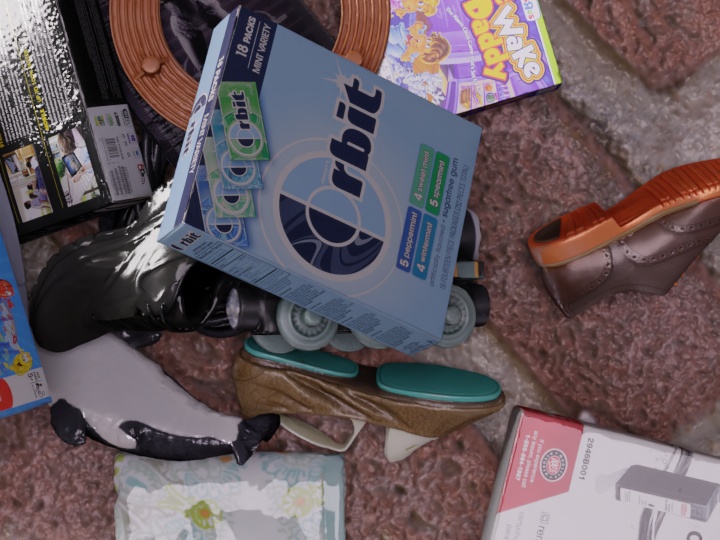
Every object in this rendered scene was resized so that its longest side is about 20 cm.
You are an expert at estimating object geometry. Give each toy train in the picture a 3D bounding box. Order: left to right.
[{"bbox_3d":[0.000,0.000,1.355,0.199,0.085,0.115,0,87,-21],"label":"toy train"}]

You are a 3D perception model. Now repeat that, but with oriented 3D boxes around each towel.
[{"bbox_3d":[-0.094,0.232,1.387,0.170,0.048,0.201,0,89,-1],"label":"towel"}]

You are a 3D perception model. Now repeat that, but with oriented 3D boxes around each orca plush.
[{"bbox_3d":[-0.154,0.097,1.385,0.199,0.071,0.106,9,61,10],"label":"orca plush"}]

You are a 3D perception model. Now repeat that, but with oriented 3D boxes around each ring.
[{"bbox_3d":[-0.077,-0.185,1.347,0.199,0.019,0.202,1,81,-5],"label":"ring"}]

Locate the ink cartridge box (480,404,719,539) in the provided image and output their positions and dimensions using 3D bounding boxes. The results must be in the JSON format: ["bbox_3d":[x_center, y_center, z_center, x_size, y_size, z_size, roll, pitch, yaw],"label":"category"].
[{"bbox_3d":[0.191,0.191,1.368,0.199,0.084,0.145,14,88,0],"label":"ink cartridge box"}]

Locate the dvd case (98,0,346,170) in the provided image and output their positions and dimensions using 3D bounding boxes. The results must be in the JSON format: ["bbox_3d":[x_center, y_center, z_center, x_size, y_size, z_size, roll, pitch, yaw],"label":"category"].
[{"bbox_3d":[-0.120,-0.176,1.376,0.148,0.016,0.200,-36,77,-13],"label":"dvd case"}]

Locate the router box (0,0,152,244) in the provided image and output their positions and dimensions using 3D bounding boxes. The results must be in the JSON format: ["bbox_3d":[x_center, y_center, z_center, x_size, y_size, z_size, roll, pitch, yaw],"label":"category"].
[{"bbox_3d":[-0.242,-0.126,1.359,0.149,0.051,0.201,-16,89,32],"label":"router box"}]

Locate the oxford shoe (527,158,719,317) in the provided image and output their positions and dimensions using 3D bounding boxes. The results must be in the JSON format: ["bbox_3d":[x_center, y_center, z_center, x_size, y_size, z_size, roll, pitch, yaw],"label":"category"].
[{"bbox_3d":[0.225,-0.027,1.389,0.199,0.071,0.073,-20,106,6],"label":"oxford shoe"}]

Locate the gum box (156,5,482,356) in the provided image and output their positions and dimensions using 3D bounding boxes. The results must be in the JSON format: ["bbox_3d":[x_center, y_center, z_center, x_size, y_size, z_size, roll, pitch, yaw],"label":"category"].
[{"bbox_3d":[-0.023,-0.059,1.284,0.199,0.045,0.171,25,61,-24],"label":"gum box"}]

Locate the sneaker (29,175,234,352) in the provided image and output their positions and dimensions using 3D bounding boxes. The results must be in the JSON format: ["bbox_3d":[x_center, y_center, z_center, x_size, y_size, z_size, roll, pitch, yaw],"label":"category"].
[{"bbox_3d":[-0.148,0.010,1.310,0.200,0.076,0.091,-34,62,26],"label":"sneaker"}]

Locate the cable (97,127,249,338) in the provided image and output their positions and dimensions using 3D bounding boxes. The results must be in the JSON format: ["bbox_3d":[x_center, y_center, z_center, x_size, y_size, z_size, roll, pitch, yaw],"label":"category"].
[{"bbox_3d":[-0.091,-0.054,1.390,0.163,0.051,0.201,30,89,0],"label":"cable"}]

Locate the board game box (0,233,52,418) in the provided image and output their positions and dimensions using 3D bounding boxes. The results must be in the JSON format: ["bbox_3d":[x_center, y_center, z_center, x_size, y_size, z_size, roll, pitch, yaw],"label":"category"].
[{"bbox_3d":[-0.325,0.025,1.334,0.199,0.056,0.197,-18,89,37],"label":"board game box"}]

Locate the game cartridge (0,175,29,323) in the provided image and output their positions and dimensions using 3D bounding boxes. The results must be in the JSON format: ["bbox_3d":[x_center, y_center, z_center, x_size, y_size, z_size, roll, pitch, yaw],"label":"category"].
[{"bbox_3d":[-0.304,-0.030,1.363,0.133,0.041,0.201,-16,90,41],"label":"game cartridge"}]

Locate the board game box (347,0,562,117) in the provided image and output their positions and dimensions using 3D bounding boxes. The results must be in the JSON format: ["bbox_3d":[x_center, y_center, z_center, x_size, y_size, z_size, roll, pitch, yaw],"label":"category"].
[{"bbox_3d":[0.054,-0.211,1.396,0.134,0.045,0.201,-17,89,0],"label":"board game box"}]

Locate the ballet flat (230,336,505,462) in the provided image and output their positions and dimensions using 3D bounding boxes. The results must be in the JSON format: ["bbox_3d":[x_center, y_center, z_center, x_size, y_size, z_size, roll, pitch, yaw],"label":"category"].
[{"bbox_3d":[0.003,0.099,1.386,0.199,0.068,0.073,9,109,0],"label":"ballet flat"}]
